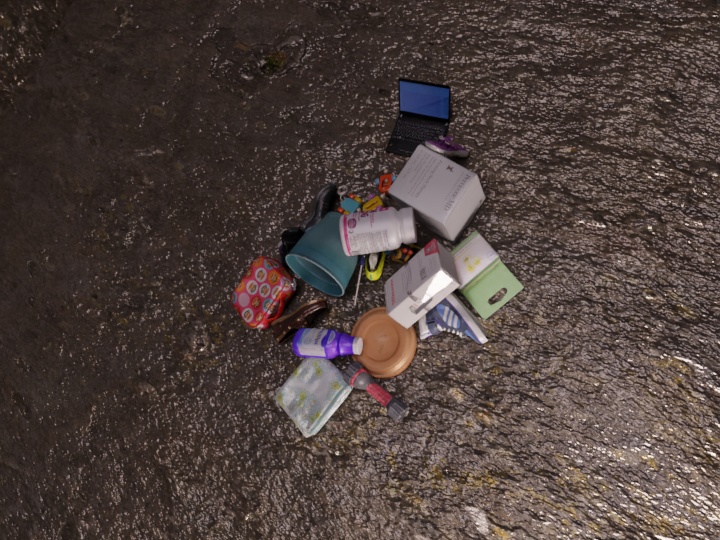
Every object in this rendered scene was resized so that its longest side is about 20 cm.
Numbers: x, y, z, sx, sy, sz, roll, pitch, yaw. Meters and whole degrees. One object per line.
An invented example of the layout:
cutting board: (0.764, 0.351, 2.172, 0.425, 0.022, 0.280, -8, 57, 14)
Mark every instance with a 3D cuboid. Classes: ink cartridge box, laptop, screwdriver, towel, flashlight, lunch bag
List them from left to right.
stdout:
lunch bag: (-0.293, 0.076, 1.788, 0.176, 0.082, 0.201, 45, 104, 28)
towel: (-0.137, 0.350, 1.674, 0.171, 0.048, 0.201, 41, 91, 26)
screwdriver: (0.000, 0.000, 1.677, 0.027, 0.029, 0.203, 9, 76, 8)
flashlight: (0.041, 0.331, 1.585, 0.199, 0.068, 0.068, 37, 62, 25)
laptop: (0.172, -0.455, 1.764, 0.175, 0.103, 0.203, 18, 81, 26)
ink cartridge box: (0.161, 0.036, 1.567, 0.200, 0.084, 0.147, -41, 26, 24)
ink cartridge box: (0.327, 0.012, 1.592, 0.145, 0.048, 0.201, -40, 62, 6)

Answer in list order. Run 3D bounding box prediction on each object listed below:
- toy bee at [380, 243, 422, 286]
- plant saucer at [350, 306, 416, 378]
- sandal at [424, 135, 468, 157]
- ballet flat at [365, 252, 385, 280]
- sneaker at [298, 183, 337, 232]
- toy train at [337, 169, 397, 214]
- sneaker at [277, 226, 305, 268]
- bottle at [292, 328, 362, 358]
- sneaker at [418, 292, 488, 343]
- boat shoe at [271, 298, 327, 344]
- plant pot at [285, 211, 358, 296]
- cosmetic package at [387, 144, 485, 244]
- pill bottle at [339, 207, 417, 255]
toy bee: (0.123, -0.061, 1.661, 0.129, 0.108, 0.204, -3, 77, -26)
plant saucer: (0.060, 0.202, 1.648, 0.197, 0.032, 0.204, -6, 72, 21)
sandal: (0.246, -0.360, 1.653, 0.082, 0.201, 0.050, 30, 112, 28)
ballet flat: (0.049, -0.072, 1.715, 0.066, 0.067, 0.203, 6, 76, 15)
sneaker: (-0.117, -0.173, 1.817, 0.081, 0.073, 0.202, 32, 98, 23)
toy train: (0.025, -0.222, 1.784, 0.197, 0.056, 0.152, -11, 57, 23)
sneaker: (-0.205, -0.066, 1.762, 0.074, 0.200, 0.089, -4, 73, -14)
bottle: (-0.093, 0.209, 1.656, 0.197, 0.066, 0.084, 1, 43, 21)
sneaker: (0.233, 0.154, 1.574, 0.146, 0.080, 0.201, -45, 67, 13)
boat shoe: (-0.177, 0.154, 1.738, 0.198, 0.070, 0.071, -31, 58, 20)
plant pot: (-0.087, -0.059, 1.708, 0.198, 0.201, 0.189, 22, 68, 26)
cosmetic package: (0.217, -0.213, 1.637, 0.199, 0.166, 0.169, 33, 87, 26)
pill bottle: (0.050, -0.109, 1.578, 0.196, 0.113, 0.115, -8, 71, 10)
